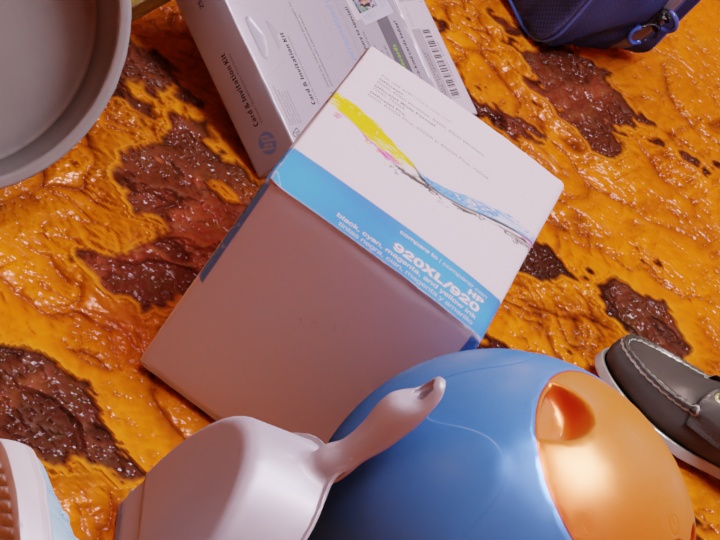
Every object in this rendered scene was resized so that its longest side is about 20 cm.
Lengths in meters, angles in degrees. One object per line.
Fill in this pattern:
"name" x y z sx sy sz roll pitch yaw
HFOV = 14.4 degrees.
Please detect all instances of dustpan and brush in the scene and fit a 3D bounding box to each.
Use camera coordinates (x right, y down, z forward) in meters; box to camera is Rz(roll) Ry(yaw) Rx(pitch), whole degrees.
"dustpan and brush" -0.040 0.105 1.371 0.057 0.200 0.140 32 29 -22

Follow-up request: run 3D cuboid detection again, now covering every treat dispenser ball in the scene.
"treat dispenser ball" 0.068 0.140 1.423 0.200 0.201 0.201 25 33 -18

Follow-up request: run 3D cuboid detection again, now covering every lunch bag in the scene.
"lunch bag" 0.181 -0.255 2.116 0.132 0.136 0.201 -1 57 -43

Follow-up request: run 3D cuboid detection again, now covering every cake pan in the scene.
"cake pan" -0.225 -0.141 1.547 0.200 0.201 0.037 27 -4 -15

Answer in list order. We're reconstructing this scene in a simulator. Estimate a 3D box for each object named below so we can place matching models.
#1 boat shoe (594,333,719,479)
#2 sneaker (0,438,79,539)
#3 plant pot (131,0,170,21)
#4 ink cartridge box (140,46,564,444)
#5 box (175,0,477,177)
"boat shoe" 0.239 0.099 1.783 0.201 0.060 0.072 37 31 1
"sneaker" -0.134 0.171 1.315 0.082 0.074 0.201 12 50 -36
"plant pot" -0.170 -0.238 1.663 0.201 0.194 0.195 61 -8 -2
"ink cartridge box" 0.000 0.000 1.596 0.144 0.147 0.200 35 31 -1
"box" -0.024 -0.148 1.830 0.200 0.041 0.157 -16 78 -54
